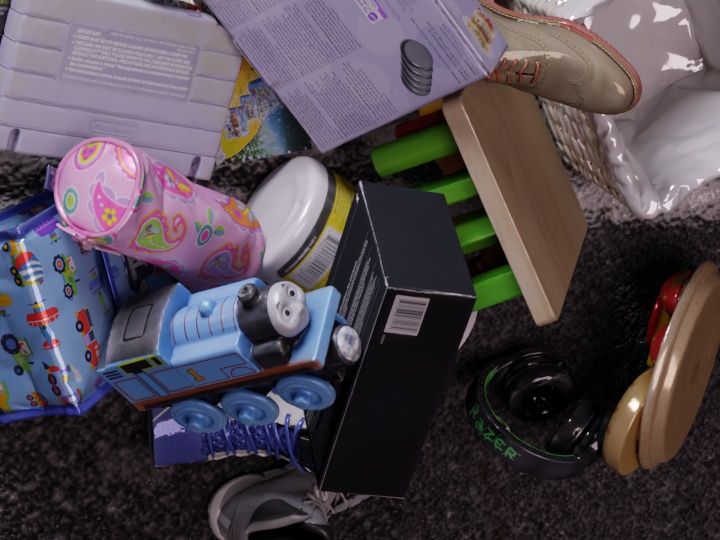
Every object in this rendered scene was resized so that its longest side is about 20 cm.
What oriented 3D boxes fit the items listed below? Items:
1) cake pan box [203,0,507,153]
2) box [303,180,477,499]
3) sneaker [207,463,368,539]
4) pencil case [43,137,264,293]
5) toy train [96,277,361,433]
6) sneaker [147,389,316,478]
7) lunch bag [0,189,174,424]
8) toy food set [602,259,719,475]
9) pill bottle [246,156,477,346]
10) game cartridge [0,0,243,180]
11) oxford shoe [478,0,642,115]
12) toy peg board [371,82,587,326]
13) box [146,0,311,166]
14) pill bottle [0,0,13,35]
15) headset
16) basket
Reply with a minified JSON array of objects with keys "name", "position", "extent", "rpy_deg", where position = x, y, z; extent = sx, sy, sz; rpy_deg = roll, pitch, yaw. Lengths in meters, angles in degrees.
[{"name":"cake pan box","position":[-0.016,-0.202,1.573],"extent":[0.200,0.184,0.052],"rpy_deg":[51,41,-17]},{"name":"box","position":[0.016,0.055,1.621],"extent":[0.078,0.142,0.201],"rpy_deg":[6,125,-18]},{"name":"sneaker","position":[-0.025,0.200,1.790],"extent":[0.199,0.115,0.075],"rpy_deg":[-25,115,-12]},{"name":"pencil case","position":[-0.154,-0.039,1.598],"extent":[0.088,0.087,0.200],"rpy_deg":[-58,150,4]},{"name":"toy train","position":[-0.097,0.059,1.563],"extent":[0.114,0.199,0.087],"rpy_deg":[43,47,-38]},{"name":"sneaker","position":[-0.075,0.124,1.739],"extent":[0.198,0.115,0.081],"rpy_deg":[-14,122,-17]},{"name":"lunch bag","position":[-0.215,0.009,1.633],"extent":[0.200,0.094,0.151],"rpy_deg":[-36,113,-52]},{"name":"toy food set","position":[0.276,0.085,1.855],"extent":[0.048,0.198,0.201],"rpy_deg":[17,98,19]},{"name":"pill bottle","position":[0.000,0.000,1.735],"extent":[0.200,0.111,0.112],"rpy_deg":[34,93,-28]},{"name":"game cartridge","position":[-0.186,-0.144,1.592],"extent":[0.199,0.038,0.131],"rpy_deg":[7,101,-38]},{"name":"oxford shoe","position":[0.119,-0.161,1.616],"extent":[0.199,0.075,0.071],"rpy_deg":[23,132,13]},{"name":"toy peg board","position":[0.096,-0.072,1.724],"extent":[0.097,0.199,0.201],"rpy_deg":[-18,109,21]},{"name":"box","position":[-0.115,-0.184,1.667],"extent":[0.136,0.038,0.201],"rpy_deg":[-11,111,-18]},{"name":"pill bottle","position":[-0.289,-0.280,1.527],"extent":[0.106,0.106,0.201],"rpy_deg":[9,104,-24]},{"name":"headset","position":[0.182,0.113,1.847],"extent":[0.199,0.124,0.094],"rpy_deg":[-14,145,-48]},{"name":"basket","position":[0.245,-0.186,1.742],"extent":[0.199,0.161,0.199],"rpy_deg":[-31,116,-12]}]
